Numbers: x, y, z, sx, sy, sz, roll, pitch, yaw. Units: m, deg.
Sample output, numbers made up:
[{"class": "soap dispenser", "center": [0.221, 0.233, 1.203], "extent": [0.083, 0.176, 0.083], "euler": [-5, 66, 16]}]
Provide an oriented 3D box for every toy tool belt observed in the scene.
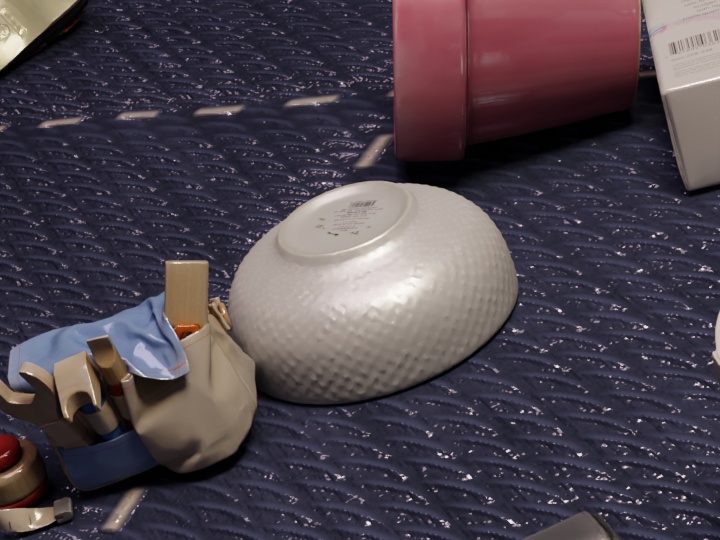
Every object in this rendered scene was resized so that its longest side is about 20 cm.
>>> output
[{"class": "toy tool belt", "center": [-0.171, 0.069, 1.502], "extent": [0.199, 0.123, 0.125], "euler": [-21, 31, 4]}]

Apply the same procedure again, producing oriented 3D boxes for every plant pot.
[{"class": "plant pot", "center": [0.111, -0.181, 1.741], "extent": [0.178, 0.201, 0.200], "euler": [-1, 29, 0]}]

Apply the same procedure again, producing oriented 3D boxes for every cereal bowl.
[{"class": "cereal bowl", "center": [0.000, 0.000, 1.578], "extent": [0.199, 0.084, 0.200], "euler": [-16, 28, 9]}]

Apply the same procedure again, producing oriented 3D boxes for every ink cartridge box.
[{"class": "ink cartridge box", "center": [0.282, -0.150, 1.671], "extent": [0.147, 0.086, 0.200], "euler": [-14, 27, 10]}]

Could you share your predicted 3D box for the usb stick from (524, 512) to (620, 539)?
[{"class": "usb stick", "center": [0.047, 0.183, 1.257], "extent": [0.199, 0.033, 0.055], "euler": [-23, 29, -7]}]

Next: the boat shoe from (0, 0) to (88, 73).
[{"class": "boat shoe", "center": [-0.336, -0.219, 2.206], "extent": [0.201, 0.074, 0.063], "euler": [-36, -8, -9]}]

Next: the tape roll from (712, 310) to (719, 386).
[{"class": "tape roll", "center": [0.292, 0.071, 1.210], "extent": [0.202, 0.140, 0.203], "euler": [-14, 28, 8]}]
